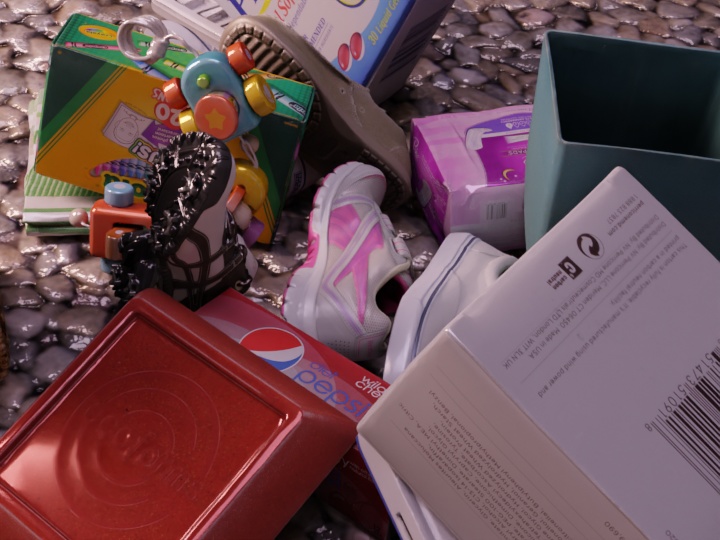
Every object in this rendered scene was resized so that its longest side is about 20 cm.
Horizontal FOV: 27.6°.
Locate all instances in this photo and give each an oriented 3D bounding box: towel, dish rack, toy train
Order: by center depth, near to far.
[{"bbox_3d":[-0.139,-0.077,1.078,0.148,0.202,0.056,11,24,-1],"label":"toy train"},{"bbox_3d":[-0.207,-0.095,1.235,0.151,0.024,0.201,-1,38,-8],"label":"towel"},{"bbox_3d":[-0.096,-0.264,1.432,0.171,0.044,0.199,32,47,31],"label":"dish rack"}]

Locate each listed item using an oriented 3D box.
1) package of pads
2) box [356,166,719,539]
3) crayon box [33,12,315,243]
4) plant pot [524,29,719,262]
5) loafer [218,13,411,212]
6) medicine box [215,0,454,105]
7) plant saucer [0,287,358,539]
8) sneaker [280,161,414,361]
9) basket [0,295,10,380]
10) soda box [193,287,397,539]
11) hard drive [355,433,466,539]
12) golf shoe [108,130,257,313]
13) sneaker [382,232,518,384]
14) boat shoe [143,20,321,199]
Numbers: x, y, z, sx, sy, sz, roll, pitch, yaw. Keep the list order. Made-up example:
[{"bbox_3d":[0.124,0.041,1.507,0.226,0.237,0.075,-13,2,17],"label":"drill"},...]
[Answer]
[{"bbox_3d":[0.145,-0.078,1.199,0.198,0.076,0.121,-7,39,-13],"label":"package of pads"},{"bbox_3d":[0.143,0.084,0.865,0.200,0.131,0.199,45,50,7],"label":"box"},{"bbox_3d":[-0.145,-0.109,1.140,0.198,0.120,0.059,17,36,-3],"label":"crayon box"},{"bbox_3d":[0.185,-0.044,1.058,0.139,0.201,0.142,7,40,-3],"label":"plant pot"},{"bbox_3d":[-0.034,-0.131,1.184,0.200,0.075,0.069,46,34,-18],"label":"loafer"},{"bbox_3d":[-0.023,-0.265,1.280,0.200,0.183,0.103,45,51,9],"label":"medicine box"},{"bbox_3d":[-0.135,0.116,0.916,0.199,0.037,0.200,31,68,29],"label":"plant saucer"},{"bbox_3d":[0.000,0.000,1.097,0.087,0.082,0.201,10,48,6],"label":"sneaker"},{"bbox_3d":[-0.325,-0.029,1.004,0.141,0.201,0.150,-9,43,-13],"label":"basket"},{"bbox_3d":[-0.037,0.092,0.981,0.199,0.071,0.063,29,45,28],"label":"soda box"},{"bbox_3d":[0.108,0.134,0.917,0.198,0.025,0.133,-13,65,-33],"label":"hard drive"},{"bbox_3d":[-0.109,-0.027,1.027,0.093,0.200,0.079,4,59,-24],"label":"golf shoe"},{"bbox_3d":[0.070,0.038,1.054,0.070,0.074,0.201,13,40,16],"label":"sneaker"},{"bbox_3d":[-0.098,-0.146,1.250,0.202,0.075,0.086,43,41,21],"label":"boat shoe"}]
